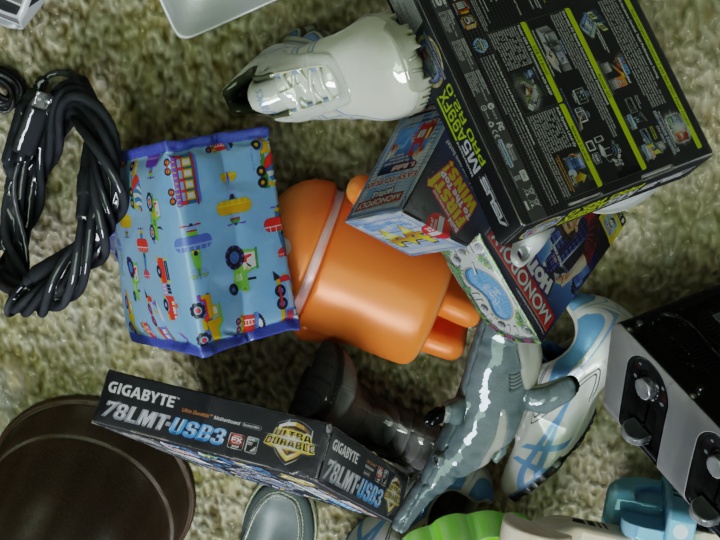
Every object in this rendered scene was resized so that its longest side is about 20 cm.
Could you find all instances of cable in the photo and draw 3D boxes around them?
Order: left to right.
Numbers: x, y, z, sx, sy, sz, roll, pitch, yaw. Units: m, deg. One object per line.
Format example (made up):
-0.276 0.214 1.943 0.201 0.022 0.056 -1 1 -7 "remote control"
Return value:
-0.235 -0.048 0.965 0.050 0.163 0.202 6 113 -44 "cable"

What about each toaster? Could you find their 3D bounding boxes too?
0.302 0.098 0.918 0.198 0.181 0.120 -18 136 -23 "toaster"

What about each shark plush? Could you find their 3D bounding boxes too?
0.076 0.111 0.970 0.083 0.091 0.200 22 114 -47 "shark plush"

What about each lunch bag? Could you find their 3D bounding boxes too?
-0.148 -0.021 0.947 0.199 0.093 0.153 -1 100 52 "lunch bag"

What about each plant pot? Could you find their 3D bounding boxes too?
-0.260 0.247 1.076 0.197 0.199 0.203 2 116 5 "plant pot"

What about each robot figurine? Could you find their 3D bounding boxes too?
-0.001 0.002 0.973 0.198 0.144 0.118 22 78 -4 "robot figurine"

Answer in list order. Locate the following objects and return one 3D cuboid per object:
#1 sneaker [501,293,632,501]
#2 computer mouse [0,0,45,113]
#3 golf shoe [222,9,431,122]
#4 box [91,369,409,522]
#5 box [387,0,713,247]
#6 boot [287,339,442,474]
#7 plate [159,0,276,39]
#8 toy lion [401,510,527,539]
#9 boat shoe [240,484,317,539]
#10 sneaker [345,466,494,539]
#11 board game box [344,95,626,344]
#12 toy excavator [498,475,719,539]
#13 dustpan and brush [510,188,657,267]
0.163 0.106 1.026 0.072 0.072 0.202 34 119 17 "sneaker"
-0.267 -0.225 0.941 0.109 0.044 0.200 38 120 -6 "computer mouse"
-0.027 -0.128 0.869 0.097 0.199 0.079 -29 107 -24 "golf shoe"
-0.081 0.143 0.988 0.196 0.200 0.050 10 75 23 "box"
0.126 -0.136 0.838 0.159 0.044 0.202 -20 80 -21 "box"
0.013 0.117 1.005 0.130 0.200 0.071 23 80 -3 "boot"
-0.085 -0.295 0.889 0.197 0.032 0.202 -18 112 16 "plate"
0.063 0.274 1.057 0.197 0.069 0.193 -11 138 -5 "toy lion"
-0.087 0.282 1.146 0.072 0.062 0.202 15 116 0 "boat shoe"
0.044 0.239 1.098 0.071 0.073 0.201 20 119 -35 "sneaker"
0.087 -0.054 0.889 0.061 0.200 0.201 -9 120 48 "board game box"
0.216 0.220 1.012 0.197 0.194 0.101 9 99 10 "toy excavator"
0.161 -0.079 0.892 0.140 0.201 0.057 45 140 -15 "dustpan and brush"
